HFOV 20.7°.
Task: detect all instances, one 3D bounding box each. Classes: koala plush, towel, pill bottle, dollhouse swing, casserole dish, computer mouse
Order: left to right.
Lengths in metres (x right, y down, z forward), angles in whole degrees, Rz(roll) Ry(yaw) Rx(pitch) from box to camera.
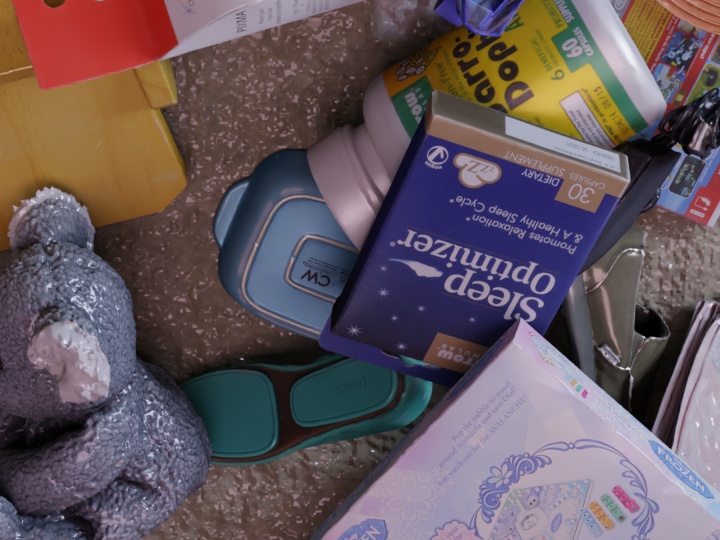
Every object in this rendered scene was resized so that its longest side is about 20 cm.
[{"bbox_3d":[-0.214,-0.131,1.206,0.199,0.176,0.183,-14,73,4],"label":"dollhouse swing"},{"bbox_3d":[-0.183,0.062,1.210,0.182,0.178,0.201,-5,129,-9],"label":"koala plush"},{"bbox_3d":[0.000,0.000,1.277,0.199,0.039,0.122,21,111,-11],"label":"casserole dish"},{"bbox_3d":[0.072,-0.090,1.179,0.199,0.113,0.113,-31,113,12],"label":"pill bottle"},{"bbox_3d":[0.145,-0.035,1.194,0.199,0.138,0.053,-32,86,12],"label":"computer mouse"},{"bbox_3d":[0.253,0.147,1.282,0.032,0.191,0.200,-16,119,35],"label":"towel"}]

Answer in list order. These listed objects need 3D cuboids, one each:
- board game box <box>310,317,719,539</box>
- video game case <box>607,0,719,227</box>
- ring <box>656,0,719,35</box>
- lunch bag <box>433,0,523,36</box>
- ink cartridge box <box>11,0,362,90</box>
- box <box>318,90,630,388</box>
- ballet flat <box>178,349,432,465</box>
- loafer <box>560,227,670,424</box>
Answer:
[{"bbox_3d":[0.102,0.165,1.179,0.199,0.043,0.200,41,112,-6],"label":"board game box"},{"bbox_3d":[0.166,-0.124,1.240,0.199,0.017,0.144,21,112,-12],"label":"video game case"},{"bbox_3d":[0.248,-0.236,1.183,0.199,0.019,0.202,-2,110,-4],"label":"ring"},{"bbox_3d":[0.094,-0.228,1.114,0.094,0.151,0.201,25,111,-14],"label":"lunch bag"},{"bbox_3d":[-0.107,-0.204,1.103,0.199,0.047,0.161,-17,74,-9],"label":"ink cartridge box"},{"bbox_3d":[0.061,-0.002,1.150,0.120,0.033,0.201,17,128,-11],"label":"box"},{"bbox_3d":[-0.038,0.092,1.293,0.199,0.068,0.070,-13,162,31],"label":"ballet flat"},{"bbox_3d":[0.171,0.059,1.293,0.069,0.075,0.201,-9,115,6],"label":"loafer"}]
